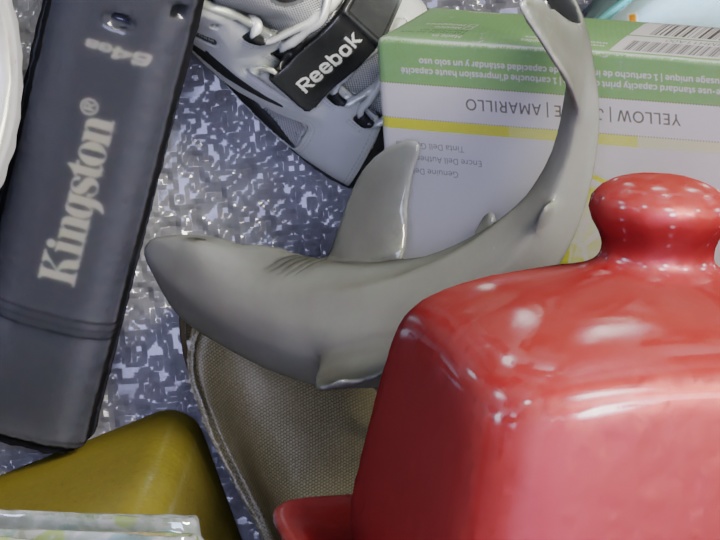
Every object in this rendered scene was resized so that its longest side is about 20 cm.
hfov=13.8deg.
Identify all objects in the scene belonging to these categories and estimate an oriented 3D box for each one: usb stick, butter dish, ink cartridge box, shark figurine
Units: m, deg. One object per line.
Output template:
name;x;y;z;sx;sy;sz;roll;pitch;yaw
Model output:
usb stick;-0.100;-0.025;1.044;0.055;0.033;0.201;18;117;3
butter dish;0.085;0.044;0.898;0.199;0.199;0.148;1;102;-12
ink cartridge box;0.085;0.014;1.024;0.145;0.048;0.201;6;112;26
shark figurine;0.020;0.002;0.975;0.214;0.089;0.128;-35;91;37

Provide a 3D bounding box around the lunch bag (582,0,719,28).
lunch bag;0.174;-0.066;1.064;0.200;0.077;0.161;-37;95;1

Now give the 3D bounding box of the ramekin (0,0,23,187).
ramekin;-0.205;-0.066;1.000;0.202;0.094;0.203;2;87;-34

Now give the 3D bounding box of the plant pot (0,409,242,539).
plant pot;-0.117;0.182;1.020;0.199;0.176;0.201;-21;94;-1

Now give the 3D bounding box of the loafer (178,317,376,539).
loafer;0.001;0.084;1.072;0.076;0.067;0.200;-32;94;0

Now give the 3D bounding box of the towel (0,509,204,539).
towel;-0.131;0.168;0.909;0.170;0.048;0.201;5;93;1

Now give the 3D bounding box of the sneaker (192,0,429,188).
sneaker;-0.023;-0.087;1.052;0.200;0.089;0.074;35;90;-5
